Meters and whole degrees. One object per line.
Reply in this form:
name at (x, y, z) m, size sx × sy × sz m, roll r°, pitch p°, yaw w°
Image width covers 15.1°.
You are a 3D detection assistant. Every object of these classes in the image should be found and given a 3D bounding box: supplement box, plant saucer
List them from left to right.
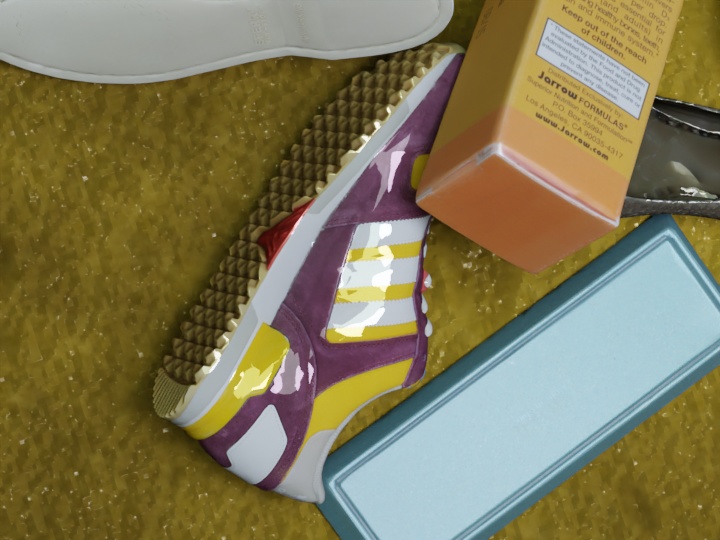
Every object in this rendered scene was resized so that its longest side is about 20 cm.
plant saucer at (0.074, 0.058, 1.156) m, size 0.200 × 0.019 × 0.070 m, roll -36°, pitch 92°, yaw -9°
supplement box at (0.089, -0.102, 1.107) m, size 0.069 × 0.067 × 0.200 m, roll 29°, pitch 59°, yaw -18°

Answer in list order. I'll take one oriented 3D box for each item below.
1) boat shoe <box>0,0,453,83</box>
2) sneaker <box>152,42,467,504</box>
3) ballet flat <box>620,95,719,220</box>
boat shoe at (-0.063, -0.124, 1.124) m, size 0.200 × 0.072 × 0.060 m, roll -5°, pitch 58°, yaw 0°
sneaker at (0.000, 0.000, 1.128) m, size 0.090 × 0.075 × 0.200 m, roll 38°, pitch 82°, yaw -20°
ballet flat at (0.140, -0.047, 1.152) m, size 0.200 × 0.046 × 0.067 m, roll 12°, pitch 66°, yaw -9°
